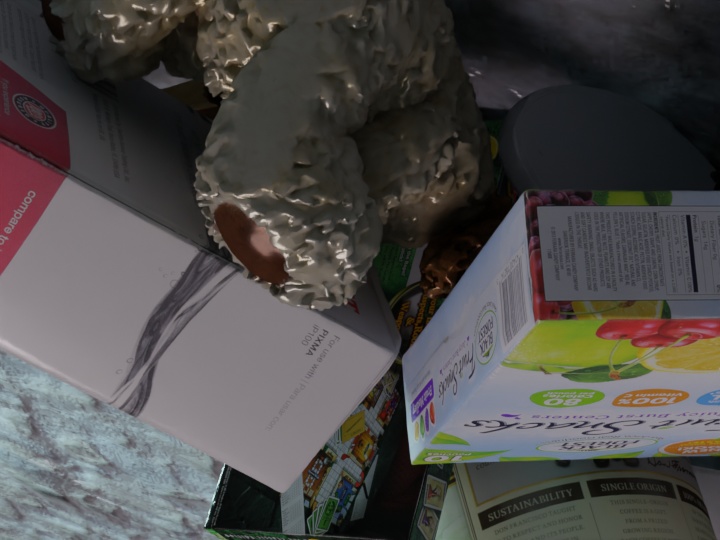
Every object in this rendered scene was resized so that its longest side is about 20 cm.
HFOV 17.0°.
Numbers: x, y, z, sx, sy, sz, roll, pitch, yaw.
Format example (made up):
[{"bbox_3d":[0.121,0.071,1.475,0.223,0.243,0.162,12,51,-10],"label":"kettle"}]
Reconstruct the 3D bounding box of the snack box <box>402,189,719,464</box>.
[{"bbox_3d":[0.105,0.025,0.901,0.142,0.053,0.200,1,162,-12],"label":"snack box"}]

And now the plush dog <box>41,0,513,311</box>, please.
[{"bbox_3d":[-0.007,-0.074,0.948,0.200,0.160,0.172,48,177,30],"label":"plush dog"}]

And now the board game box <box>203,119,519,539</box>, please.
[{"bbox_3d":[0.006,0.026,1.044,0.104,0.201,0.023,-1,151,34],"label":"board game box"}]

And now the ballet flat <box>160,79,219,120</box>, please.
[{"bbox_3d":[-0.096,-0.046,1.081,0.199,0.063,0.069,-22,118,15],"label":"ballet flat"}]

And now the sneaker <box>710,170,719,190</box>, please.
[{"bbox_3d":[0.192,-0.043,0.887,0.090,0.067,0.200,20,160,-1],"label":"sneaker"}]

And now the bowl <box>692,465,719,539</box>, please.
[{"bbox_3d":[0.101,0.133,1.283,0.199,0.075,0.200,13,169,-37],"label":"bowl"}]

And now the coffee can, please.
[{"bbox_3d":[0.082,0.118,1.064,0.146,0.201,0.147,-11,148,-7],"label":"coffee can"}]

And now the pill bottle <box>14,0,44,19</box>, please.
[{"bbox_3d":[-0.207,-0.144,1.040,0.200,0.113,0.113,32,158,-15],"label":"pill bottle"}]

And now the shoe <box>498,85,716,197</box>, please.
[{"bbox_3d":[0.129,-0.004,1.032,0.200,0.072,0.091,29,156,-16],"label":"shoe"}]

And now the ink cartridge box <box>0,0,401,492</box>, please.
[{"bbox_3d":[-0.095,-0.015,0.966,0.200,0.083,0.147,30,-161,-24],"label":"ink cartridge box"}]
